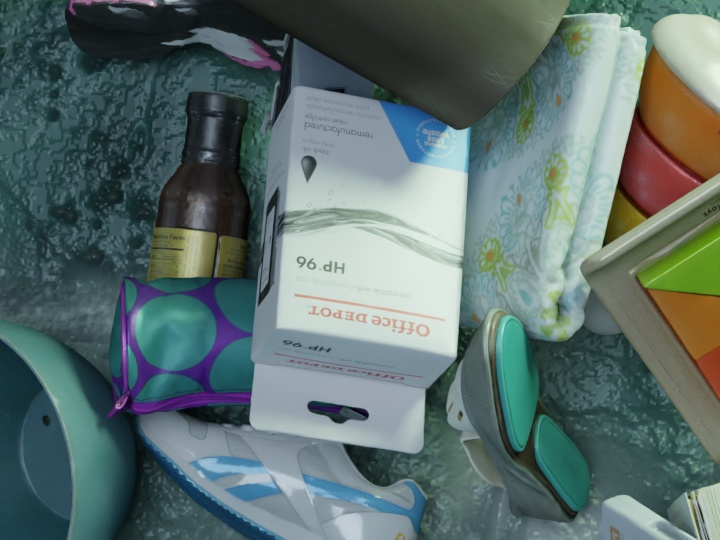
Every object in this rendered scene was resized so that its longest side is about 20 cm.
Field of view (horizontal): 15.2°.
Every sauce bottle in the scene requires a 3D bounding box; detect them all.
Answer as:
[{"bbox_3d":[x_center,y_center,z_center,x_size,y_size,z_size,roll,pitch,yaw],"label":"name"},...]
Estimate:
[{"bbox_3d":[-0.104,-0.015,1.758,0.064,0.065,0.201,7,85,15],"label":"sauce bottle"}]

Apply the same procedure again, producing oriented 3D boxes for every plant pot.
[{"bbox_3d":[-0.220,0.123,1.724,0.199,0.135,0.201,3,95,32],"label":"plant pot"}]

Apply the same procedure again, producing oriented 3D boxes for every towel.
[{"bbox_3d":[0.100,-0.061,1.663,0.048,0.171,0.201,14,87,-24],"label":"towel"}]

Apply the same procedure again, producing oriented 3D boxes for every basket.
[{"bbox_3d":[0.015,-0.188,1.601,0.200,0.136,0.181,37,64,-13],"label":"basket"}]

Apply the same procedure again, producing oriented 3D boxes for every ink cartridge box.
[{"bbox_3d":[0.000,0.000,1.635,0.116,0.068,0.201,9,68,-13],"label":"ink cartridge box"}]

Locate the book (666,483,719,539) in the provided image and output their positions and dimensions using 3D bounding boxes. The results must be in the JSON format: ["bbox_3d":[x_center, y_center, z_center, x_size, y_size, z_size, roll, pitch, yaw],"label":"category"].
[{"bbox_3d":[0.232,0.230,1.610,0.048,0.134,0.201,-14,80,-5],"label":"book"}]

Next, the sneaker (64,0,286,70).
[{"bbox_3d":[-0.090,-0.191,1.769,0.199,0.080,0.087,5,58,3],"label":"sneaker"}]

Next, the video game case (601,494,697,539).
[{"bbox_3d":[0.196,0.252,1.571,0.022,0.182,0.201,-12,109,-22],"label":"video game case"}]

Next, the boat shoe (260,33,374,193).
[{"bbox_3d":[-0.028,-0.096,1.729,0.073,0.068,0.200,-4,120,-7],"label":"boat shoe"}]

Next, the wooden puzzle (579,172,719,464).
[{"bbox_3d":[0.251,0.014,1.606,0.185,0.200,0.037,-33,36,8],"label":"wooden puzzle"}]

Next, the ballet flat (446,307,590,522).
[{"bbox_3d":[0.084,0.093,1.637,0.063,0.200,0.068,0,55,23],"label":"ballet flat"}]

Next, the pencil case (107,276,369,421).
[{"bbox_3d":[-0.058,0.053,1.688,0.199,0.085,0.093,4,67,-11],"label":"pencil case"}]

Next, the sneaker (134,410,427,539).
[{"bbox_3d":[-0.053,0.132,1.730,0.199,0.077,0.081,28,77,13],"label":"sneaker"}]

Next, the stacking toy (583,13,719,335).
[{"bbox_3d":[0.192,-0.044,1.668,0.146,0.146,0.200,42,112,15],"label":"stacking toy"}]
